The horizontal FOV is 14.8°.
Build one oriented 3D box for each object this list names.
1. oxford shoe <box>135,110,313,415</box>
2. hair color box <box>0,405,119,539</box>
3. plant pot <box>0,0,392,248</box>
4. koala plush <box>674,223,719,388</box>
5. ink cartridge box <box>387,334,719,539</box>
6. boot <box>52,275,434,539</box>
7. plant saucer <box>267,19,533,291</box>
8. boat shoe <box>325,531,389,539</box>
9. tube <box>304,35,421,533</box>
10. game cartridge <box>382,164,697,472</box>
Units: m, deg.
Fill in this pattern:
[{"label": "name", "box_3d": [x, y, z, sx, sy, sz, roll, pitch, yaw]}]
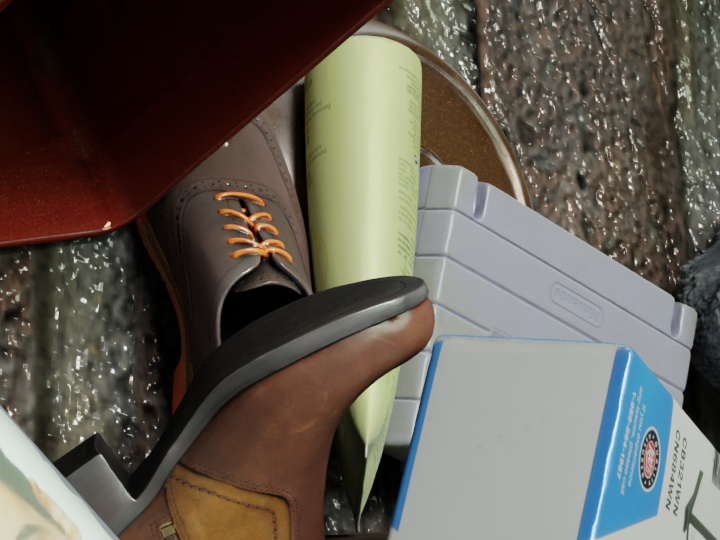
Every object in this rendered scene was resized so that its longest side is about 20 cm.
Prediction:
[{"label": "oxford shoe", "box_3d": [-0.044, -0.006, 1.109, 0.071, 0.073, 0.201, -4, 73, -24]}, {"label": "hair color box", "box_3d": [-0.114, 0.142, 0.956, 0.099, 0.061, 0.200, -47, 106, -24]}, {"label": "plant pot", "box_3d": [-0.137, -0.128, 1.003, 0.200, 0.200, 0.177, -10, 68, -49]}, {"label": "koala plush", "box_3d": [0.260, 0.061, 1.350, 0.184, 0.177, 0.200, -38, 107, -48]}, {"label": "ink cartridge box", "box_3d": [0.087, 0.131, 1.025, 0.200, 0.084, 0.146, 44, 53, -52]}, {"label": "boot", "box_3d": [-0.008, 0.123, 1.029, 0.200, 0.188, 0.068, 55, -2, -11]}, {"label": "plant saucer", "box_3d": [0.017, -0.028, 1.231, 0.200, 0.032, 0.201, 24, 56, -40]}, {"label": "boat shoe", "box_3d": [0.029, 0.147, 1.134, 0.200, 0.072, 0.076, 4, 88, -40]}, {"label": "tube", "box_3d": [0.000, 0.000, 1.132, 0.058, 0.052, 0.201, 29, 51, -44]}, {"label": "game cartridge", "box_3d": [0.078, 0.048, 1.221, 0.200, 0.038, 0.130, 29, 71, -47]}]
